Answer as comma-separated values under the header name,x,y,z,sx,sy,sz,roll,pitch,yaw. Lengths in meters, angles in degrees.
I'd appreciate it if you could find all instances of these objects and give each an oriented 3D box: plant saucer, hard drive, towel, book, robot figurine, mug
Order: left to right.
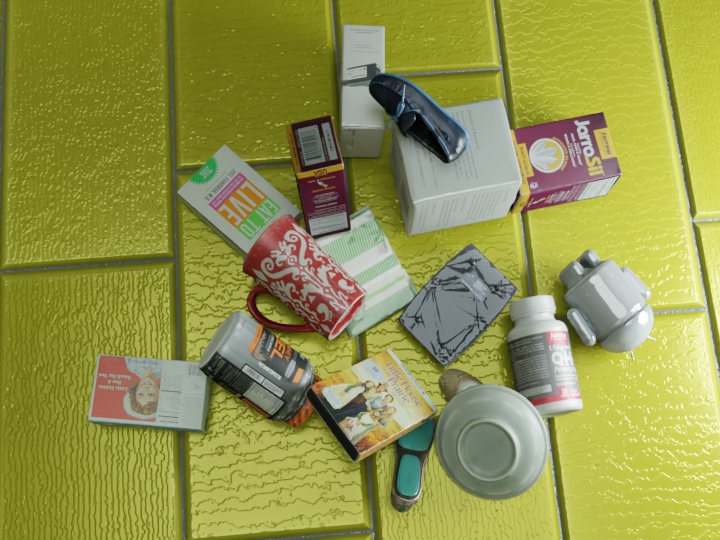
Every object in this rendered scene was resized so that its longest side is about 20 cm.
name,x,y,z,sx,sy,sz,roll,pitch,yaw
book,-0.224,-0.122,1.687,0.199,0.048,0.134,40,74,10
mug,-0.100,0.030,1.616,0.199,0.179,0.133,40,45,11
towel,0.000,0.000,1.671,0.150,0.023,0.203,-28,79,-8
hard drive,0.175,0.065,1.648,0.135,0.042,0.200,44,78,9
plant saucer,0.218,0.297,1.538,0.195,0.050,0.205,3,99,19
robot figurine,0.442,0.063,1.620,0.168,0.113,0.201,-35,79,-17

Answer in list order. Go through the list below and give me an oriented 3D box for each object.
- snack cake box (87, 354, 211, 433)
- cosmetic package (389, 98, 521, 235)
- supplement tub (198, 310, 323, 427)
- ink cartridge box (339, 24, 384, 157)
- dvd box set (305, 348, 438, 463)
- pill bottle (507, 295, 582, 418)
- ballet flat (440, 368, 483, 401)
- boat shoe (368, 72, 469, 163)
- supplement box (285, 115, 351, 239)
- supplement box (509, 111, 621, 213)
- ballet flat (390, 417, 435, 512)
name,x,y,z,sx,sy,sz,roll,pitch,yaw
snack cake box,-0.362,0.215,1.579,0.195,0.067,0.118,5,76,-1
cosmetic package,0.166,-0.184,1.641,0.195,0.168,0.170,-11,73,-5
supplement tub,-0.166,0.172,1.549,0.199,0.122,0.124,37,76,-14
ink cartridge box,0.002,-0.330,1.694,0.082,0.145,0.205,1,75,-2
dvd box set,0.022,0.225,1.542,0.198,0.030,0.147,-19,61,-41
pill bottle,0.318,0.153,1.594,0.108,0.111,0.205,-8,76,-4
ballet flat,0.221,0.244,1.591,0.200,0.065,0.071,43,75,9
boat shoe,0.091,-0.257,1.522,0.198,0.085,0.069,34,63,12
supplement box,-0.072,-0.160,1.607,0.084,0.201,0.112,-12,59,-3
supplement box,0.365,-0.199,1.693,0.195,0.103,0.134,-12,74,-6
ballet flat,0.083,0.326,1.555,0.067,0.068,0.202,16,41,7
